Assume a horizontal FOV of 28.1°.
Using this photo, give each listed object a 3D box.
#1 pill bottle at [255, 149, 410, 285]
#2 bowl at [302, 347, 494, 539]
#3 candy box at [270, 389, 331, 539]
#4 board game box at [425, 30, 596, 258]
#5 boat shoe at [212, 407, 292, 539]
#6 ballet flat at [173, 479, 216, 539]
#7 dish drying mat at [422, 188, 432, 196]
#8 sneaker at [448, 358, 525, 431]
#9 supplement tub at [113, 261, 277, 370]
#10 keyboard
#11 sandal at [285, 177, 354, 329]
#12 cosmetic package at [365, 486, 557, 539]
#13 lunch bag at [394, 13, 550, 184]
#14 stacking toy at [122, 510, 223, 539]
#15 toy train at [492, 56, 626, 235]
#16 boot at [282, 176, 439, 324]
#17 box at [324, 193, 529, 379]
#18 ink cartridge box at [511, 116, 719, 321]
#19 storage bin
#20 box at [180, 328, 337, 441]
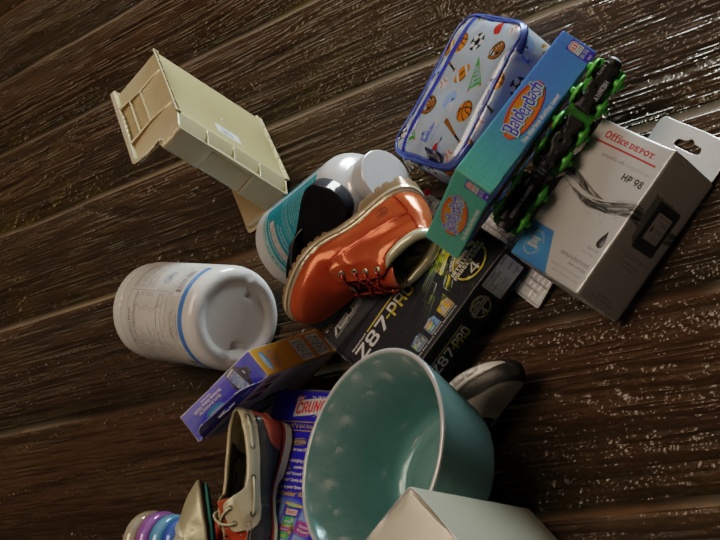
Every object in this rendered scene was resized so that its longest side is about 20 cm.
[{"bbox_3d":[-0.027,-0.063,1.654,0.200,0.111,0.111,-35,41,47],"label":"pill bottle"},{"bbox_3d":[0.047,0.180,1.313,0.201,0.105,0.201,-31,50,44],"label":"bowl"},{"bbox_3d":[-0.043,0.231,1.520,0.169,0.077,0.200,-4,65,53],"label":"candy box"},{"bbox_3d":[0.148,-0.124,1.433,0.200,0.045,0.152,-53,-7,-25],"label":"board game box"},{"bbox_3d":[-0.122,0.242,1.493,0.071,0.063,0.200,-17,55,47],"label":"boat shoe"},{"bbox_3d":[-0.176,0.329,1.549,0.069,0.069,0.200,-15,87,46],"label":"ballet flat"},{"bbox_3d":[0.067,0.001,1.592,0.077,0.018,0.200,-37,41,29],"label":"dish drying mat"},{"bbox_3d":[0.098,0.167,1.407,0.200,0.074,0.080,-49,51,24],"label":"sneaker"},{"bbox_3d":[-0.209,0.055,1.806,0.200,0.132,0.132,2,68,53],"label":"supplement tub"},{"bbox_3d":[0.149,-0.024,1.514,0.056,0.011,0.200,-56,35,7],"label":"keyboard"},{"bbox_3d":[-0.053,-0.014,1.599,0.076,0.200,0.043,23,43,21],"label":"sandal"},{"bbox_3d":[0.086,0.252,1.222,0.104,0.200,0.073,-53,55,13],"label":"cosmetic package"},{"bbox_3d":[0.123,-0.187,1.609,0.200,0.076,0.160,-60,32,0],"label":"lunch bag"},{"bbox_3d":[-0.182,0.312,1.641,0.200,0.085,0.085,-13,56,42],"label":"stacking toy"},{"bbox_3d":[0.191,-0.119,1.389,0.200,0.042,0.056,-56,-6,0],"label":"toy train"},{"bbox_3d":[0.000,0.000,1.522,0.200,0.075,0.107,-44,41,15],"label":"boot"},{"bbox_3d":[0.067,0.034,1.516,0.200,0.049,0.161,-54,34,3],"label":"box"},{"bbox_3d":[0.247,-0.066,1.361,0.200,0.067,0.116,-56,35,2],"label":"ink cartridge box"},{"bbox_3d":[-0.210,-0.169,1.907,0.094,0.200,0.199,-46,37,16],"label":"storage bin"},{"bbox_3d":[-0.115,0.127,1.596,0.119,0.200,0.041,-44,75,22],"label":"box"}]
